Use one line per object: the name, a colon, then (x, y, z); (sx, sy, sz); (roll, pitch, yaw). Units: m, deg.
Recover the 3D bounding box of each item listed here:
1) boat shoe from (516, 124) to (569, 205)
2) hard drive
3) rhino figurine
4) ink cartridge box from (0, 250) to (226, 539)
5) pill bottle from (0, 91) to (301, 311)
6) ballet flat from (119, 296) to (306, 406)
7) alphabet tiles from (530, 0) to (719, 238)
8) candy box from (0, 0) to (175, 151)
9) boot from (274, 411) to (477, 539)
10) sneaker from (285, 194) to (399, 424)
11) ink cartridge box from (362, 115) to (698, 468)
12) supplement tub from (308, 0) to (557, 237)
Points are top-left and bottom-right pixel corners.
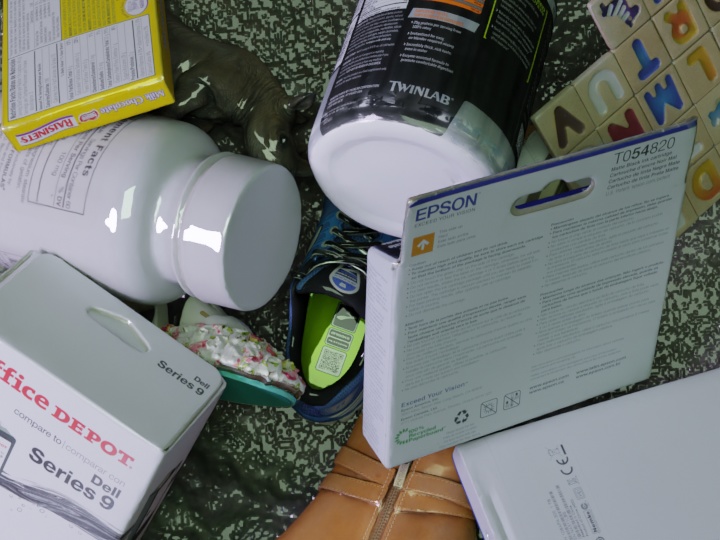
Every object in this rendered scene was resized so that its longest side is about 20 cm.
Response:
boat shoe: (0.080, 0.001, 1.035); (0.068, 0.075, 0.200); (30, 96, 31)
hard drive: (0.173, 0.141, 0.993); (0.200, 0.025, 0.132); (-15, 63, -14)
rhino figurine: (-0.105, -0.115, 1.047); (0.200, 0.060, 0.087); (28, 65, 3)
ink cartridge box: (-0.190, 0.110, 0.977); (0.146, 0.084, 0.200); (33, 126, 4)
pill bottle: (-0.143, -0.040, 0.988); (0.200, 0.114, 0.114); (14, 87, 26)
ballet flat: (-0.123, 0.045, 1.010); (0.200, 0.076, 0.064); (2, 68, 26)
alphabet tiles: (0.199, -0.116, 0.999); (0.200, 0.008, 0.167); (-41, 119, -13)
candy box: (-0.172, -0.160, 1.007); (0.102, 0.026, 0.200); (-18, 46, 7)
boot: (-0.022, 0.162, 1.025); (0.200, 0.077, 0.155); (11, 78, 17)
sneaker: (0.000, 0.000, 1.024); (0.078, 0.089, 0.200); (13, 85, 3)
ink cartridge box: (0.096, 0.006, 0.950); (0.199, 0.200, 0.041); (-16, 42, -24)
supplement tub: (0.050, -0.128, 0.985); (0.122, 0.123, 0.200); (17, 58, 3)
